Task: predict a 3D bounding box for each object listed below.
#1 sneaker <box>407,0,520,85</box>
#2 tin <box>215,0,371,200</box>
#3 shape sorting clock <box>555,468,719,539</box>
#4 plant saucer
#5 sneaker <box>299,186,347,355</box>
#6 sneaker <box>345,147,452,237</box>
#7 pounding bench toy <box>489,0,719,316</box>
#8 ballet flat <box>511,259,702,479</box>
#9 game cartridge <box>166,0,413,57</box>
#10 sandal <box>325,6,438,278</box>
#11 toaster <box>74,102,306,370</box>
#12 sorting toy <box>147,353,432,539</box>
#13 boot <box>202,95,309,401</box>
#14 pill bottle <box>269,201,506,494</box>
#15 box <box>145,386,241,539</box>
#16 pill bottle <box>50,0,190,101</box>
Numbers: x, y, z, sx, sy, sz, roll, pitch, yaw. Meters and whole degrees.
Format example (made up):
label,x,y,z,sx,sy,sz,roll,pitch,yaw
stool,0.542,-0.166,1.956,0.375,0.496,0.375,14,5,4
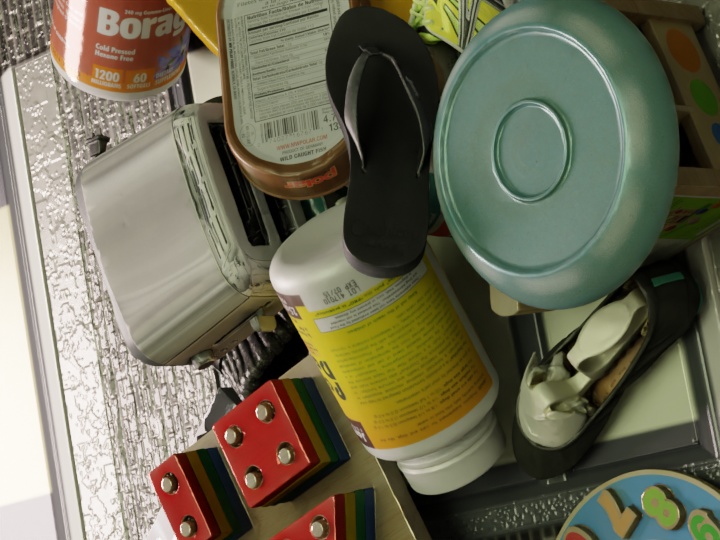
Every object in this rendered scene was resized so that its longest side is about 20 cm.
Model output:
label,x,y,z,sx,sy,sz,roll,pitch,yaw
sneaker,0.066,-0.197,1.513,0.075,0.076,0.201,-7,106,64
tin,-0.044,-0.145,1.549,0.111,0.042,0.201,-11,60,7
shape sorting clock,0.198,0.233,1.466,0.199,0.039,0.201,0,90,41
plant saucer,0.113,-0.075,1.380,0.200,0.027,0.201,1,91,45
sneaker,0.000,0.000,1.622,0.080,0.071,0.201,-5,99,38
sneaker,0.013,-0.100,1.594,0.200,0.093,0.070,53,122,28
pounding bench toy,0.142,-0.077,1.459,0.200,0.124,0.157,-35,68,37
ballet flat,0.150,0.066,1.489,0.068,0.068,0.200,51,121,28
game cartridge,-0.032,-0.207,1.618,0.176,0.032,0.200,-39,56,-4
sandal,0.019,-0.093,1.463,0.043,0.076,0.201,94,172,-64
toaster,-0.120,-0.036,1.595,0.129,0.113,0.201,-30,72,34
sorting toy,-0.061,0.191,1.604,0.200,0.069,0.199,-38,69,33
boot,-0.084,-0.013,1.687,0.158,0.079,0.212,36,124,43
pill bottle,0.026,0.055,1.529,0.109,0.109,0.200,-10,118,41
box,-0.066,0.210,1.692,0.200,0.050,0.158,42,117,33
pill bottle,-0.181,-0.240,1.711,0.112,0.112,0.200,48,143,31
